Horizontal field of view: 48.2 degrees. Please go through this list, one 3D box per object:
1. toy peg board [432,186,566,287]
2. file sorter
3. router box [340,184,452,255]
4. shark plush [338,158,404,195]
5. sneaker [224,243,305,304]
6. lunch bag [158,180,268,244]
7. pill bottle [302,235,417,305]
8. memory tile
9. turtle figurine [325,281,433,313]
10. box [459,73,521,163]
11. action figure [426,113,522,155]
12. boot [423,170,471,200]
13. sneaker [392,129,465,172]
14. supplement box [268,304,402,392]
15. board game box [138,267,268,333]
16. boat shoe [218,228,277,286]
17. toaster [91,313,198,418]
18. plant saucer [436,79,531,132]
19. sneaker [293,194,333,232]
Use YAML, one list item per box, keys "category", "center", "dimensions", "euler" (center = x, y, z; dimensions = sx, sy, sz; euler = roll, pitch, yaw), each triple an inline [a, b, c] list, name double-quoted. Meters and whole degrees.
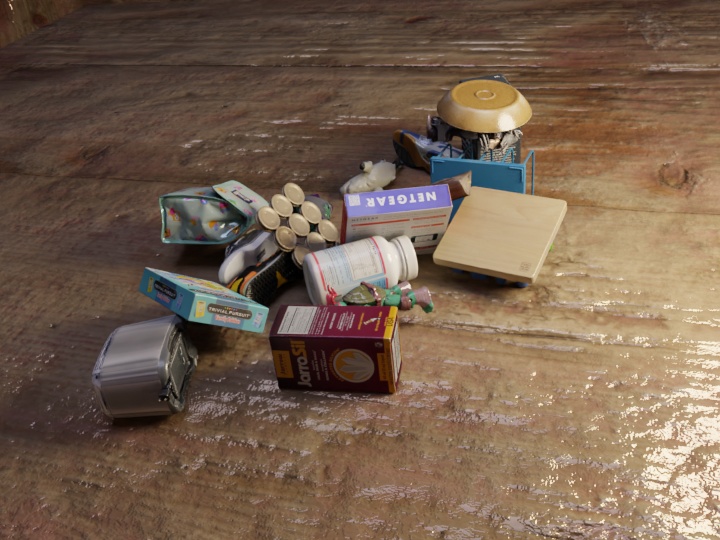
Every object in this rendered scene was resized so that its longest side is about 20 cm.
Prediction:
- category: "toy peg board"
  center: [0.270, -0.044, 1.531]
  dimensions: [0.197, 0.099, 0.201]
  euler: [12, 53, 28]
- category: "file sorter"
  center: [0.259, -0.183, 1.685]
  dimensions: [0.197, 0.141, 0.123]
  euler: [9, 32, 23]
- category: "router box"
  center: [0.064, -0.086, 1.523]
  dimensions: [0.196, 0.180, 0.050]
  euler: [-6, 64, -7]
- category: "shark plush"
  center: [0.033, -0.229, 1.871]
  dimensions: [0.083, 0.092, 0.200]
  euler: [-19, 22, 46]
- category: "sneaker"
  center: [-0.179, 0.000, 1.549]
  dimensions: [0.089, 0.071, 0.200]
  euler: [6, 30, 37]
- category: "lunch bag"
  center: [-0.298, -0.119, 1.676]
  dimensions: [0.196, 0.124, 0.170]
  euler: [-2, 11, 10]
- category: "pill bottle"
  center: [0.000, 0.000, 1.476]
  dimensions: [0.197, 0.110, 0.109]
  euler: [-15, 33, -13]
- category: "memory tile"
  center: [-0.105, -0.068, 1.562]
  dimensions: [0.017, 0.200, 0.154]
  euler: [-36, 11, 41]
- category: "turtle figurine"
  center: [0.018, 0.070, 1.383]
  dimensions: [0.197, 0.102, 0.150]
  euler: [-16, 33, -25]
- category: "box"
  center: [0.295, -0.320, 1.830]
  dimensions: [0.105, 0.203, 0.149]
  euler: [-9, 31, -4]
- category: "action figure"
  center: [0.238, -0.289, 1.675]
  dimensions: [0.196, 0.071, 0.130]
  euler: [7, 22, 14]
- category: "boot"
  center: [0.143, -0.140, 1.605]
  dimensions: [0.197, 0.065, 0.186]
  euler: [-22, -2, 18]
- category: "sneaker"
  center: [0.164, -0.287, 1.933]
  dimensions: [0.087, 0.076, 0.199]
  euler: [-26, 47, -34]
- category: "supplement box"
  center: [-0.037, 0.124, 1.288]
  dimensions: [0.196, 0.112, 0.086]
  euler: [0, 33, 12]
- category: "board game box"
  center: [-0.276, 0.051, 1.409]
  dimensions: [0.149, 0.048, 0.199]
  euler: [14, 3, -41]
- category: "boat shoe"
  center: [-0.237, -0.031, 1.606]
  dimensions: [0.067, 0.073, 0.200]
  euler: [10, 34, 22]
- category: "toaster"
  center: [-0.345, 0.161, 1.293]
  dimensions: [0.127, 0.115, 0.201]
  euler: [-8, 31, 5]
- category: "plant saucer"
  center: [0.256, -0.348, 1.661]
  dimensions: [0.196, 0.036, 0.202]
  euler: [-1, 38, 0]
- category: "sneaker"
  center: [-0.086, -0.123, 1.721]
  dimensions: [0.086, 0.076, 0.200]
  euler: [-15, 32, -21]
